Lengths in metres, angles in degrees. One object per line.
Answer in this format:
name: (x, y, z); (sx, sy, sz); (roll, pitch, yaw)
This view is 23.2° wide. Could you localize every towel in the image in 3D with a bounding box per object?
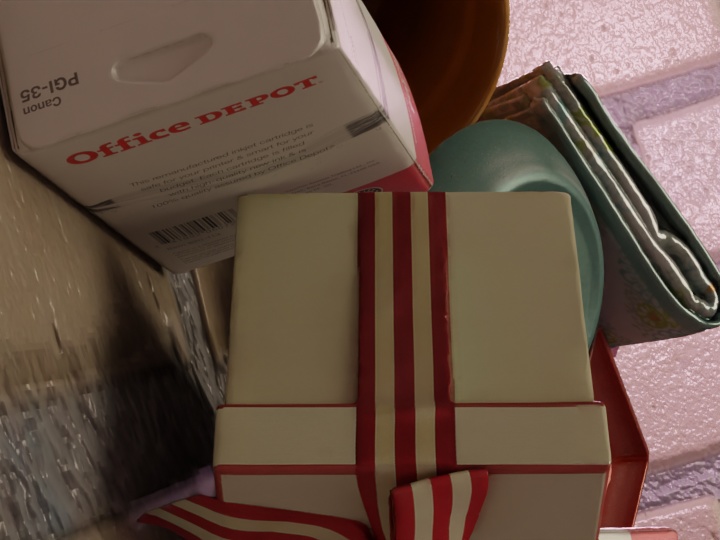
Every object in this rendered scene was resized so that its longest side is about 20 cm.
towel: (0.136, -0.036, 1.150); (0.200, 0.048, 0.171); (56, -24, -9)

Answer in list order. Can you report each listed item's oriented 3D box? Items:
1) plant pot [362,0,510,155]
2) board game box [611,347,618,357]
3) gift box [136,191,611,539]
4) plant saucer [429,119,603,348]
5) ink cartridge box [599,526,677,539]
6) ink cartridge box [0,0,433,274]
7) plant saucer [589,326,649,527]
plant pot: (-0.026, -0.168, 1.075); (0.183, 0.200, 0.201); (-115, -175, -68)
board game box: (0.079, -0.016, 1.317); (0.200, 0.198, 0.043); (-108, -153, -53)
gift box: (0.007, 0.089, 0.801); (0.185, 0.199, 0.187); (82, 5, -46)
plant saucer: (0.085, 0.014, 1.015); (0.200, 0.036, 0.201); (-13, 108, -46)
ink cartridge box: (0.080, 0.214, 0.945); (0.199, 0.085, 0.146); (6, 76, -38)
ink cartridge box: (-0.061, -0.079, 0.803); (0.200, 0.146, 0.083); (48, 26, -70)
plant saucer: (0.142, 0.168, 1.184); (0.200, 0.037, 0.200); (61, 41, -54)
